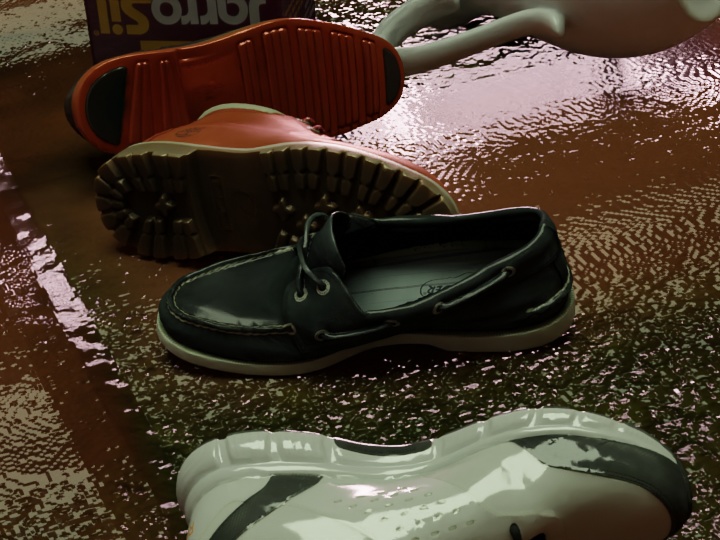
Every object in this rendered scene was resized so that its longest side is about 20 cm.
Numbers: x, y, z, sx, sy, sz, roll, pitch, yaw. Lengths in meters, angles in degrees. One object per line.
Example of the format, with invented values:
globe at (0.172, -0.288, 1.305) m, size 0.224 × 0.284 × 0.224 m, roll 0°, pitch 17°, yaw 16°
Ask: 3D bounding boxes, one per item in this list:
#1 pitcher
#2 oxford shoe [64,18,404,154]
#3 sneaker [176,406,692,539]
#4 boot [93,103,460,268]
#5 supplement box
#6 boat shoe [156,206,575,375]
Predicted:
pitcher at (0.114, -0.175, 1.168) m, size 0.199 × 0.122 × 0.172 m, roll 7°, pitch 51°, yaw 40°
oxford shoe at (-0.073, -0.109, 1.110) m, size 0.199 × 0.072 × 0.072 m, roll -5°, pitch 9°, yaw -20°
sneaker at (0.028, 0.105, 0.732) m, size 0.199 × 0.074 × 0.080 m, roll -7°, pitch 44°, yaw 6°
boot at (-0.027, -0.049, 0.996) m, size 0.199 × 0.076 × 0.107 m, roll 10°, pitch 28°, yaw 27°
supplement box at (-0.104, -0.224, 1.180) m, size 0.130 × 0.201 × 0.103 m, roll 1°, pitch 30°, yaw 10°
boat shoe at (0.000, 0.002, 0.895) m, size 0.198 × 0.066 × 0.075 m, roll 0°, pitch 45°, yaw 7°
